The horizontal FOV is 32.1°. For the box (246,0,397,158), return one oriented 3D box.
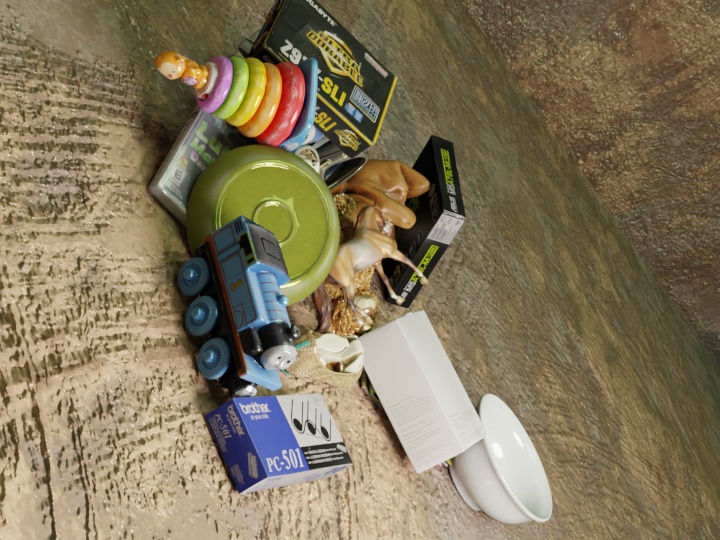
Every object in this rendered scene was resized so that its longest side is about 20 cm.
[{"bbox_3d":[-0.049,-0.268,1.673,0.200,0.049,0.160,41,43,-21],"label":"box"}]

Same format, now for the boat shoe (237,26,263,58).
[{"bbox_3d":[-0.079,-0.288,1.763,0.202,0.086,0.075,40,-7,31],"label":"boat shoe"}]

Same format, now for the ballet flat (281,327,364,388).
[{"bbox_3d":[-0.033,0.109,1.579,0.200,0.065,0.071,10,55,-63],"label":"ballet flat"}]

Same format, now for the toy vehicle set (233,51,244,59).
[{"bbox_3d":[-0.101,-0.260,1.840,0.200,0.027,0.124,29,25,0],"label":"toy vehicle set"}]

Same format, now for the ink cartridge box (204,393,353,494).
[{"bbox_3d":[-0.086,0.188,1.382,0.200,0.044,0.094,7,53,-64],"label":"ink cartridge box"}]

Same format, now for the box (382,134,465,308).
[{"bbox_3d":[0.091,-0.075,1.929,0.047,0.200,0.193,16,39,-20],"label":"box"}]

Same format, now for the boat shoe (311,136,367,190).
[{"bbox_3d":[-0.068,-0.123,1.697,0.060,0.072,0.202,34,50,18],"label":"boat shoe"}]

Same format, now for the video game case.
[{"bbox_3d":[-0.155,-0.099,1.548,0.200,0.023,0.182,47,46,-28],"label":"video game case"}]

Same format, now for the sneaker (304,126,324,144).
[{"bbox_3d":[-0.132,-0.225,1.714,0.200,0.076,0.077,38,21,25],"label":"sneaker"}]

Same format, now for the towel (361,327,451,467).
[{"bbox_3d":[0.066,0.176,1.773,0.200,0.023,0.144,47,25,-30],"label":"towel"}]

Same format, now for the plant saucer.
[{"bbox_3d":[-0.109,-0.055,1.496,0.200,0.031,0.200,4,81,-27],"label":"plant saucer"}]

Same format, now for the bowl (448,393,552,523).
[{"bbox_3d":[0.190,0.287,1.808,0.201,0.090,0.201,49,22,-28],"label":"bowl"}]

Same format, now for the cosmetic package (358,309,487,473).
[{"bbox_3d":[0.081,0.160,1.690,0.200,0.081,0.113,62,22,8],"label":"cosmetic package"}]

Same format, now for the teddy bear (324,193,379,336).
[{"bbox_3d":[-0.020,-0.009,1.681,0.145,0.067,0.200,23,61,-56],"label":"teddy bear"}]

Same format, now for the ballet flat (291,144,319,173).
[{"bbox_3d":[-0.074,-0.063,1.565,0.067,0.064,0.200,11,70,-49],"label":"ballet flat"}]

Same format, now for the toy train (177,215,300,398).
[{"bbox_3d":[-0.130,0.042,1.378,0.087,0.114,0.200,29,36,-52],"label":"toy train"}]

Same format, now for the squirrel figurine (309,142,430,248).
[{"bbox_3d":[-0.020,-0.097,1.831,0.200,0.142,0.187,41,35,2],"label":"squirrel figurine"}]

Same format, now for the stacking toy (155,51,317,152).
[{"bbox_3d":[-0.156,-0.220,1.505,0.200,0.116,0.110,16,69,-34],"label":"stacking toy"}]

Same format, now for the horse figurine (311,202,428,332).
[{"bbox_3d":[0.000,0.000,1.620,0.200,0.050,0.133,-36,92,-38],"label":"horse figurine"}]
